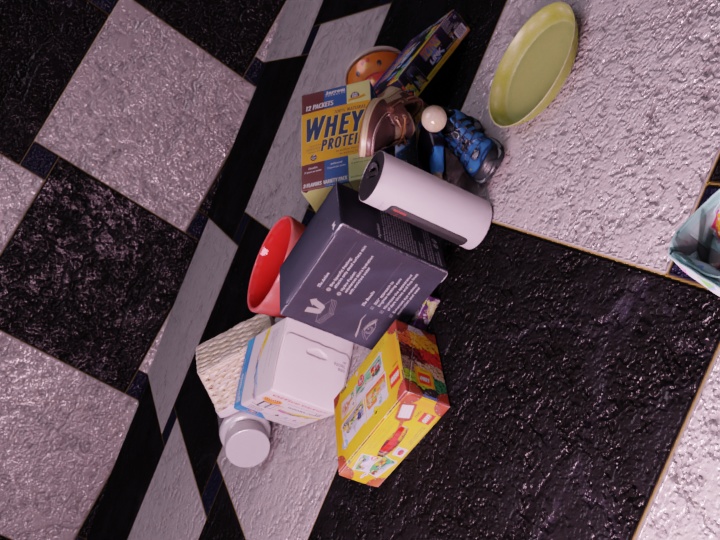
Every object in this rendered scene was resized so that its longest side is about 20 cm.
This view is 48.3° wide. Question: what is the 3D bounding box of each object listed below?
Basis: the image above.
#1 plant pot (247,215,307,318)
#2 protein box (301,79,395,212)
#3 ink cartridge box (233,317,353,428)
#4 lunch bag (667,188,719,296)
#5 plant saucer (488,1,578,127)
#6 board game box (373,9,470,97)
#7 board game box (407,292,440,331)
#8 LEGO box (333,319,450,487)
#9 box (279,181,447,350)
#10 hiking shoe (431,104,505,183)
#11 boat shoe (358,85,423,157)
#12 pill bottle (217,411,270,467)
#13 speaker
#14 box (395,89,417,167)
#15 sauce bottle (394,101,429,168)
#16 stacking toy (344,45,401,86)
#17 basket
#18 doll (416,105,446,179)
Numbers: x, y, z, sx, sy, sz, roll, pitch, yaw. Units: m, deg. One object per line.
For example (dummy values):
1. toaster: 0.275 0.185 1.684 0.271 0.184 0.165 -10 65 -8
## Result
1. plant pot: -0.107 0.016 1.604 0.201 0.175 0.203 -49 28 38
2. protein box: -0.013 -0.194 1.468 0.132 0.199 0.204 -9 63 15
3. ink cartridge box: -0.130 0.199 1.530 0.199 0.145 0.147 -33 41 56
4. lunch bag: 0.345 0.002 0.574 0.199 0.169 0.124 -28 36 58
5. plant saucer: 0.267 -0.307 1.222 0.200 0.031 0.202 -50 28 39
6. board game box: 0.104 -0.396 1.563 0.201 0.057 0.165 -53 18 -21
7. board game box: 0.065 0.064 1.362 0.122 0.032 0.200 -68 22 11
8. LEGO box: 0.041 0.202 1.223 0.201 0.076 0.150 -54 26 31
9. box: 0.000 0.000 1.273 0.198 0.197 0.119 -52 27 31
10. hiking shoe: 0.164 -0.203 1.291 0.075 0.086 0.201 -59 24 20
11. boat shoe: 0.051 -0.230 1.251 0.201 0.071 0.073 -56 -23 -55
12. pill bottle: -0.254 0.327 1.748 0.114 0.112 0.201 -61 23 16
13. speaker: 0.097 -0.105 1.207 0.081 0.197 0.082 -49 29 39
14. box: 0.081 -0.185 1.380 0.137 0.037 0.204 74 -166 -68
15. sauce bottle: 0.096 -0.226 1.505 0.066 0.065 0.203 -38 37 50
16. stacking toy: 0.054 -0.352 1.679 0.146 0.144 0.203 -47 48 41
17. basket: -0.243 0.193 1.710 0.197 0.125 0.136 -27 27 -2
18. doll: 0.115 -0.185 1.287 0.201 0.047 0.138 81 178 -56
